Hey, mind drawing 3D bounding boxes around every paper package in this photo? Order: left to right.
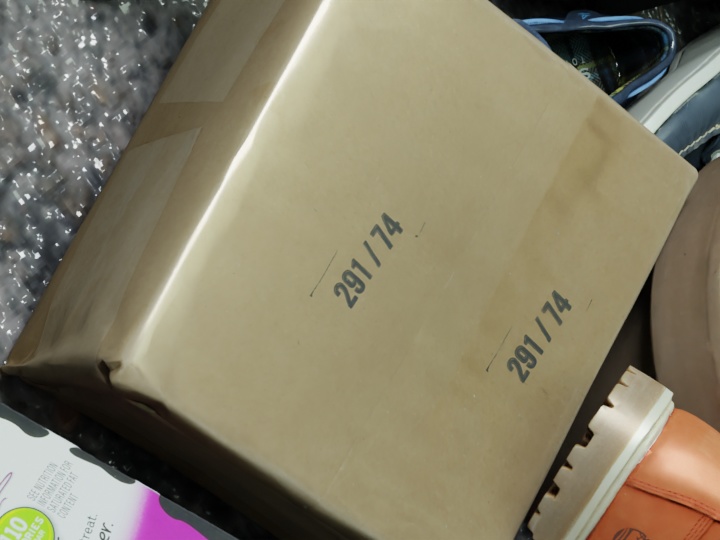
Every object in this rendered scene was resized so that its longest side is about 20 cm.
[{"bbox_3d":[0.000,0.000,0.905,0.190,0.103,0.201,36,72,-26],"label":"paper package"}]

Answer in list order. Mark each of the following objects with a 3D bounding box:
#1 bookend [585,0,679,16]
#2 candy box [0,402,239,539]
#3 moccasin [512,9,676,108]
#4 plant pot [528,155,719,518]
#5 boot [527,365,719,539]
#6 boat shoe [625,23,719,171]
[{"bbox_3d":[0.178,-0.181,1.152,0.200,0.197,0.093,51,24,-84],"label":"bookend"},{"bbox_3d":[-0.117,0.123,0.764,0.199,0.061,0.137,30,51,2],"label":"candy box"},{"bbox_3d":[0.062,-0.085,1.047,0.200,0.068,0.081,-29,95,-43],"label":"moccasin"},{"bbox_3d":[0.157,0.054,1.013,0.199,0.174,0.202,15,66,-37],"label":"plant pot"},{"bbox_3d":[0.097,0.142,0.911,0.107,0.201,0.075,32,35,6],"label":"boot"},{"bbox_3d":[0.162,-0.069,1.130,0.062,0.075,0.200,58,35,-6],"label":"boat shoe"}]
